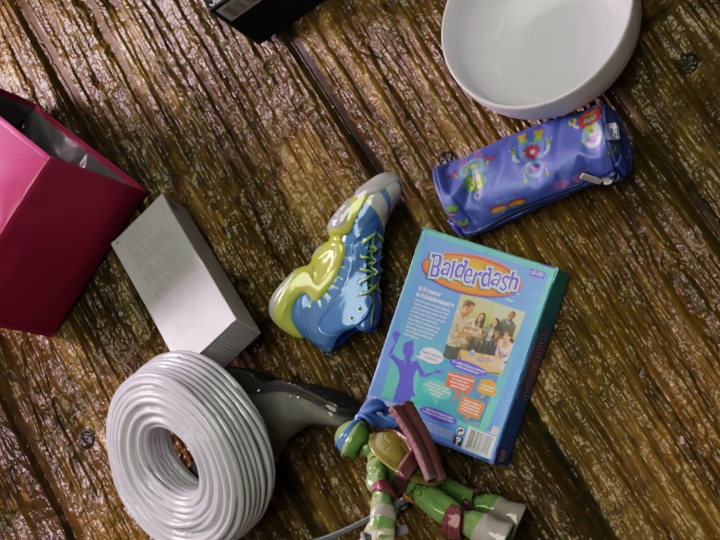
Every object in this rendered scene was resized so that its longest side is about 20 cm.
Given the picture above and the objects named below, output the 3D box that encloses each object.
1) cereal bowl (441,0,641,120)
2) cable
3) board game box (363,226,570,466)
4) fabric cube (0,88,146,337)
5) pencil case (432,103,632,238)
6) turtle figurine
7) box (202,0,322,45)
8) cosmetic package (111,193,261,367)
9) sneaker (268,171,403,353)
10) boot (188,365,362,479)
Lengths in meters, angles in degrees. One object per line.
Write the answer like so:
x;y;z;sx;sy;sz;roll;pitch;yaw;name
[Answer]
0.184;-0.236;1.668;0.200;0.083;0.201;-9;68;23;cereal bowl
-0.174;0.183;1.701;0.200;0.069;0.200;-31;87;45;cable
0.103;0.074;1.678;0.152;0.045;0.200;19;90;26;board game box
-0.395;-0.072;1.840;0.200;0.196;0.200;37;98;24;fabric cube
0.169;-0.095;1.659;0.200;0.078;0.087;-20;51;20;pencil case
0.046;0.241;1.622;0.194;0.144;0.200;23;70;12;turtle figurine
-0.119;-0.373;1.809;0.148;0.124;0.200;-32;69;14;box
-0.185;0.018;1.786;0.083;0.051;0.200;-41;52;10;cosmetic package
0.000;0.000;1.729;0.105;0.076;0.200;42;106;12;sneaker
-0.086;0.174;1.730;0.200;0.068;0.131;10;89;40;boot
